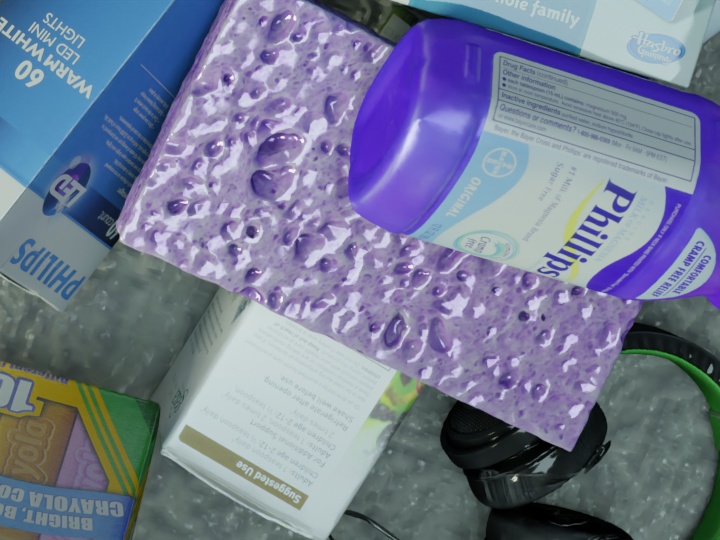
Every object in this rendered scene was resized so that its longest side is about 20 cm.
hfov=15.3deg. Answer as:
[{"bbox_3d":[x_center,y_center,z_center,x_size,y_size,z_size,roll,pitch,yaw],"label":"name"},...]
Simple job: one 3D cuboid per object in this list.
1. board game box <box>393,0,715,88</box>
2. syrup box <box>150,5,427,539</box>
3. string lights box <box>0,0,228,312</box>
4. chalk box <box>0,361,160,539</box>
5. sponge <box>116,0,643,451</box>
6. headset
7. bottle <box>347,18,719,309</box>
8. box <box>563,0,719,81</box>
[{"bbox_3d":[0.073,-0.183,0.960,0.151,0.047,0.200,15,99,-8],"label":"board game box"},{"bbox_3d":[0.000,0.000,1.076,0.081,0.079,0.200,30,96,-11],"label":"syrup box"},{"bbox_3d":[-0.088,-0.087,1.021,0.059,0.103,0.200,37,87,17],"label":"string lights box"},{"bbox_3d":[-0.157,0.138,0.995,0.124,0.200,0.125,15,125,-4],"label":"chalk box"},{"bbox_3d":[0.019,-0.021,1.014,0.200,0.030,0.112,26,98,-16],"label":"sponge"},{"bbox_3d":[0.077,0.097,1.093,0.200,0.094,0.124,-17,105,-15],"label":"headset"},{"bbox_3d":[0.098,-0.029,0.973,0.200,0.065,0.084,17,143,-17],"label":"bottle"},{"bbox_3d":[0.109,-0.195,1.039,0.200,0.105,0.184,-38,103,1],"label":"box"}]
